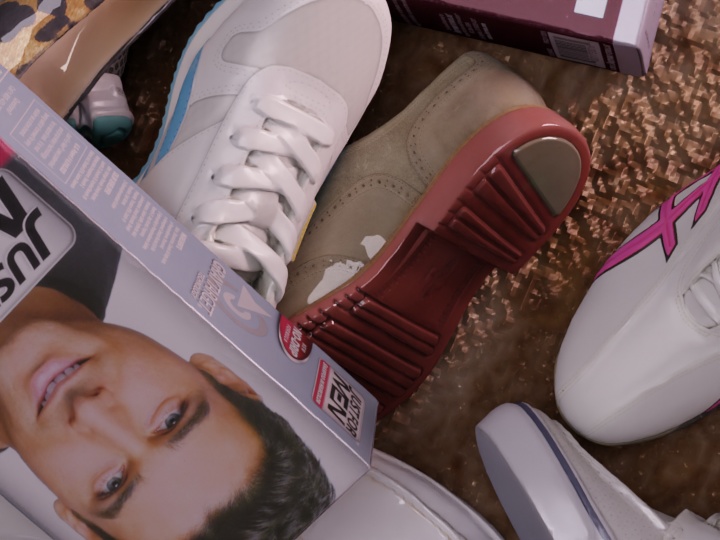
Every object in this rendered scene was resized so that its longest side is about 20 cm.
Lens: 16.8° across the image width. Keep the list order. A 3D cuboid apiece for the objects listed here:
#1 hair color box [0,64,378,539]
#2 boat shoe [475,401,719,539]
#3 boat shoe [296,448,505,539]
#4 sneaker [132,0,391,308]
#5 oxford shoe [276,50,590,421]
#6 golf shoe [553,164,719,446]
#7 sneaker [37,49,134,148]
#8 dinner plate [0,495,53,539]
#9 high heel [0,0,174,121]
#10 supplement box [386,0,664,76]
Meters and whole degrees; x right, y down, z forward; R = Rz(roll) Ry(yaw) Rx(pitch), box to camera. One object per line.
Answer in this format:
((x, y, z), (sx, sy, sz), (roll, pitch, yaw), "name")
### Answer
((-0.099, 0.025, 0.845), (0.200, 0.061, 0.099), (42, 106, -11), "hair color box")
((0.121, 0.124, 0.904), (0.070, 0.071, 0.200), (-34, 79, -10), "boat shoe")
((0.041, 0.141, 0.909), (0.071, 0.069, 0.200), (-46, 81, 3), "boat shoe")
((-0.047, -0.024, 0.908), (0.200, 0.076, 0.081), (-57, 33, 13), "sneaker")
((0.000, 0.000, 0.947), (0.200, 0.070, 0.075), (-42, 47, 9), "oxford shoe")
((0.147, -0.012, 0.898), (0.200, 0.092, 0.073), (-42, 79, 5), "golf shoe")
((-0.182, -0.107, 0.980), (0.200, 0.078, 0.091), (11, 83, 2), "sneaker")
((-0.132, 0.163, 0.877), (0.200, 0.024, 0.201), (0, 90, -24), "dinner plate")
((-0.100, -0.058, 0.897), (0.142, 0.071, 0.200), (-7, 85, 6), "high heel")
((0.026, -0.152, 0.948), (0.200, 0.061, 0.109), (15, 86, 10), "supplement box")
